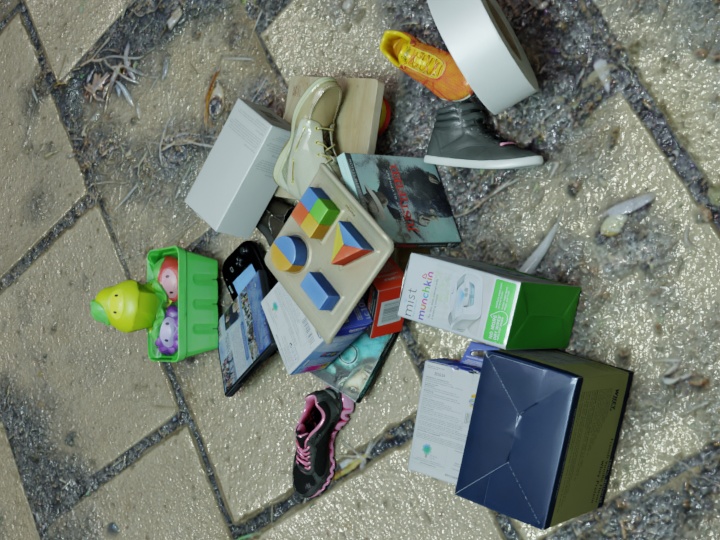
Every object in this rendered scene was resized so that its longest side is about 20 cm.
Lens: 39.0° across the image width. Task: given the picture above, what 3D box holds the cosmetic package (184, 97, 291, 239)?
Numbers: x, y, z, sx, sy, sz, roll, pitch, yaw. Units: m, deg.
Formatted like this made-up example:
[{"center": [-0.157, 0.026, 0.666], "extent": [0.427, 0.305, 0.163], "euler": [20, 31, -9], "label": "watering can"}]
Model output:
[{"center": [-0.193, -0.166, 1.672], "extent": [0.108, 0.085, 0.201], "euler": [43, 110, 35], "label": "cosmetic package"}]

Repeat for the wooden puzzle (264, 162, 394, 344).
[{"center": [-0.058, -0.024, 1.451], "extent": [0.185, 0.046, 0.200], "euler": [49, 122, 31], "label": "wooden puzzle"}]

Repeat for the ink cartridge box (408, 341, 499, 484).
[{"center": [0.158, 0.209, 1.489], "extent": [0.136, 0.076, 0.201], "euler": [12, 96, 34], "label": "ink cartridge box"}]

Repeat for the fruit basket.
[{"center": [-0.364, 0.060, 1.793], "extent": [0.155, 0.215, 0.217], "euler": [-5, 85, 55], "label": "fruit basket"}]

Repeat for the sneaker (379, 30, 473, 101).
[{"center": [0.100, -0.309, 1.543], "extent": [0.200, 0.077, 0.073], "euler": [35, 111, 43], "label": "sneaker"}]

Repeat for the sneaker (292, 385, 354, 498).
[{"center": [-0.082, 0.279, 1.655], "extent": [0.079, 0.095, 0.201], "euler": [22, 102, 32], "label": "sneaker"}]

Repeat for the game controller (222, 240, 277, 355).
[{"center": [-0.179, 0.050, 1.765], "extent": [0.104, 0.042, 0.201], "euler": [-37, 67, 28], "label": "game controller"}]

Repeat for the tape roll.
[{"center": [0.172, -0.324, 1.431], "extent": [0.071, 0.202, 0.203], "euler": [-29, 72, 20], "label": "tape roll"}]

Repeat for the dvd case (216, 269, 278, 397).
[{"center": [-0.196, 0.110, 1.729], "extent": [0.200, 0.017, 0.143], "euler": [-46, 48, 46], "label": "dvd case"}]

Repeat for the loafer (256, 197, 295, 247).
[{"center": [-0.138, -0.087, 1.732], "extent": [0.071, 0.073, 0.200], "euler": [-42, 68, 13], "label": "loafer"}]

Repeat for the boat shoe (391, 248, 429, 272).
[{"center": [0.059, -0.055, 1.590], "extent": [0.069, 0.073, 0.201], "euler": [-3, 87, 49], "label": "boat shoe"}]

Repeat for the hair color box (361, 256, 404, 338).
[{"center": [0.000, 0.000, 1.579], "extent": [0.200, 0.061, 0.102], "euler": [54, 146, 41], "label": "hair color box"}]

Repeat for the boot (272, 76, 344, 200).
[{"center": [-0.050, -0.179, 1.560], "extent": [0.155, 0.072, 0.201], "euler": [46, 123, 37], "label": "boot"}]

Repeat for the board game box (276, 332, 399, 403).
[{"center": [-0.049, 0.108, 1.651], "extent": [0.199, 0.028, 0.136], "euler": [29, 92, 26], "label": "board game box"}]

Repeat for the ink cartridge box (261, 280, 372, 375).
[{"center": [-0.063, 0.057, 1.557], "extent": [0.200, 0.076, 0.137], "euler": [-48, 59, 49], "label": "ink cartridge box"}]

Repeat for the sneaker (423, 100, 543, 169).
[{"center": [0.181, -0.201, 1.502], "extent": [0.199, 0.071, 0.100], "euler": [10, 99, 39], "label": "sneaker"}]

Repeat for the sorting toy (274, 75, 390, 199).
[{"center": [-0.037, -0.207, 1.648], "extent": [0.198, 0.069, 0.201], "euler": [12, 94, 42], "label": "sorting toy"}]

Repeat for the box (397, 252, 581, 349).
[{"center": [0.181, 0.045, 1.415], "extent": [0.176, 0.200, 0.097], "euler": [17, 97, 35], "label": "box"}]

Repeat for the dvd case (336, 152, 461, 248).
[{"center": [0.060, -0.102, 1.506], "extent": [0.022, 0.199, 0.147], "euler": [-31, 70, 42], "label": "dvd case"}]

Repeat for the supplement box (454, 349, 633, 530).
[{"center": [0.249, 0.215, 1.358], "extent": [0.134, 0.199, 0.201], "euler": [16, 97, 34], "label": "supplement box"}]
